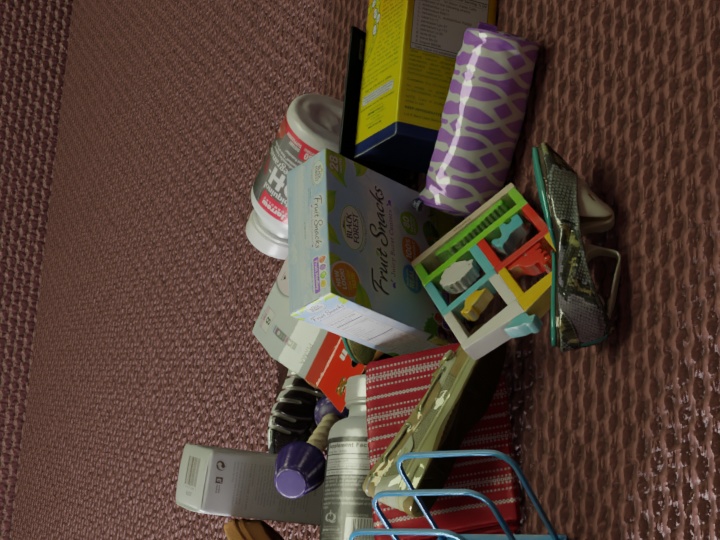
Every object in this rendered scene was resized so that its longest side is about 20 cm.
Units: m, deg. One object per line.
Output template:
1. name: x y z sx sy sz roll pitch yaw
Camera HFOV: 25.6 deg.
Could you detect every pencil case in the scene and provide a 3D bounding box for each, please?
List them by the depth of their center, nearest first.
1. pencil case: 0.119 -0.147 1.599 0.085 0.084 0.200 -132 58 -75

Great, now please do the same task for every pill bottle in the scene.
1. pill bottle: 0.019 0.211 1.606 0.111 0.111 0.200 156 123 -63
2. pill bottle: -0.072 -0.113 1.992 0.111 0.111 0.200 -105 34 -47

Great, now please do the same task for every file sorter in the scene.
1. file sorter: 0.059 0.260 1.325 0.139 0.123 0.200 -8 34 40

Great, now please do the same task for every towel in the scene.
1. towel: 0.077 0.166 1.517 0.145 0.022 0.200 -13 58 16

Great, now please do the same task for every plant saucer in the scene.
1. plant saucer: -0.070 0.340 1.716 0.037 0.200 0.200 -41 25 -4

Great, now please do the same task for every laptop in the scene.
1. laptop: 0.002 -0.155 1.816 0.200 0.103 0.177 145 133 -70

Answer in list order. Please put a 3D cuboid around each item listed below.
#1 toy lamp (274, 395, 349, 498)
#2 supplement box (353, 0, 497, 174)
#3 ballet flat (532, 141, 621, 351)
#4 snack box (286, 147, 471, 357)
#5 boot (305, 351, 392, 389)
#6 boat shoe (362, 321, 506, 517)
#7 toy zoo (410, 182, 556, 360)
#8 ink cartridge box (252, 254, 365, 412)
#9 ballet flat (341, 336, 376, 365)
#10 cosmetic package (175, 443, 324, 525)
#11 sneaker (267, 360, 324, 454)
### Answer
1. toy lamp: -0.050 0.189 1.702 0.200 0.058 0.058 -55 -15 -71
2. supplement box: 0.070 -0.216 1.707 0.110 0.109 0.200 158 121 -63
3. ballet flat: 0.192 -0.023 1.391 0.072 0.072 0.200 136 137 -54
4. snack box: 0.020 -0.008 1.603 0.068 0.200 0.169 -30 51 39
5. boot: -0.001 0.097 1.795 0.200 0.077 0.155 -57 34 28
6. boat shoe: 0.072 0.131 1.482 0.063 0.073 0.201 20 75 29
7. toy zoo: 0.130 0.005 1.490 0.131 0.020 0.200 -39 32 5
8. ink cartridge box: -0.041 0.042 1.766 0.163 0.057 0.200 -64 26 10
9. ballet flat: 0.000 0.000 1.682 0.071 0.071 0.200 -48 48 51
10. cosmetic package: -0.094 0.240 1.760 0.102 0.200 0.074 179 102 -68
11. sneaker: -0.076 0.152 1.945 0.116 0.076 0.200 151 137 -68
